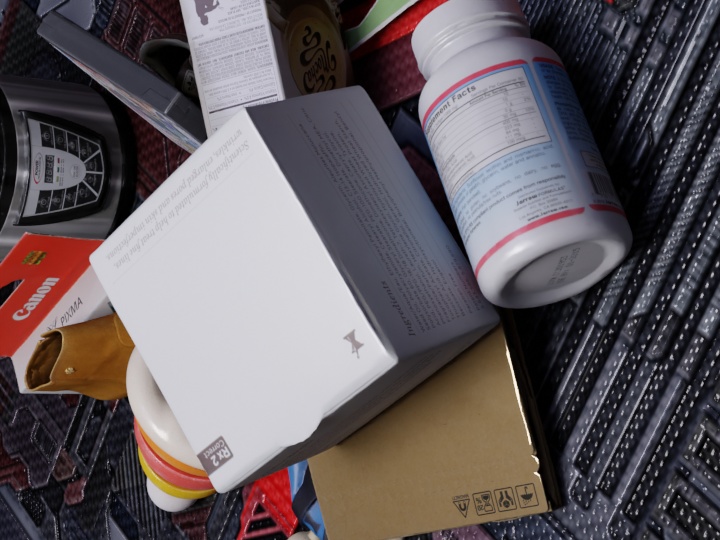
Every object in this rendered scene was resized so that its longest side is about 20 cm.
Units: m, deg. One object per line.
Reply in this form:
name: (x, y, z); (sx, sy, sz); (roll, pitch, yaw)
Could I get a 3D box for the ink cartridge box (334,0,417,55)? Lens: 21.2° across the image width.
ink cartridge box: (-0.020, -0.273, 1.516); (0.145, 0.048, 0.201); (-33, 78, 44)

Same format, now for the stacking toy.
stacking toy: (-0.142, 0.140, 1.593); (0.147, 0.145, 0.200); (68, 149, 27)

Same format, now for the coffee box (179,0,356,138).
coffee box: (-0.064, -0.147, 1.468); (0.079, 0.113, 0.202); (-12, 92, 30)

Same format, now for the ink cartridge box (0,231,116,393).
ink cartridge box: (-0.254, 0.041, 1.675); (0.200, 0.172, 0.044); (-44, 56, 39)

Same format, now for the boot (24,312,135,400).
boot: (-0.186, 0.054, 1.617); (0.201, 0.143, 0.071); (-42, 58, 40)

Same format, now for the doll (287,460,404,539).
doll: (-0.012, 0.154, 1.475); (0.136, 0.048, 0.201); (39, 118, 31)

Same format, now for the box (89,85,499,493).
box: (-0.048, 0.013, 1.328); (0.199, 0.130, 0.201); (-39, 77, 37)

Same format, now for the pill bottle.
pill bottle: (0.103, -0.085, 1.310); (0.109, 0.108, 0.202); (-41, 58, 40)

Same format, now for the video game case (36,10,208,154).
video game case: (-0.151, -0.125, 1.561); (0.200, 0.181, 0.026); (34, 86, 44)

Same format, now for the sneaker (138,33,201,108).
sneaker: (-0.114, -0.141, 1.595); (0.200, 0.075, 0.071); (35, 114, 46)

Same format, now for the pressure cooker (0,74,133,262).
pressure cooker: (-0.328, -0.089, 1.752); (0.179, 0.199, 0.176); (-56, 48, 30)

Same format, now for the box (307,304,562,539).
box: (0.039, 0.107, 1.385); (0.199, 0.021, 0.165); (-15, 89, 37)
